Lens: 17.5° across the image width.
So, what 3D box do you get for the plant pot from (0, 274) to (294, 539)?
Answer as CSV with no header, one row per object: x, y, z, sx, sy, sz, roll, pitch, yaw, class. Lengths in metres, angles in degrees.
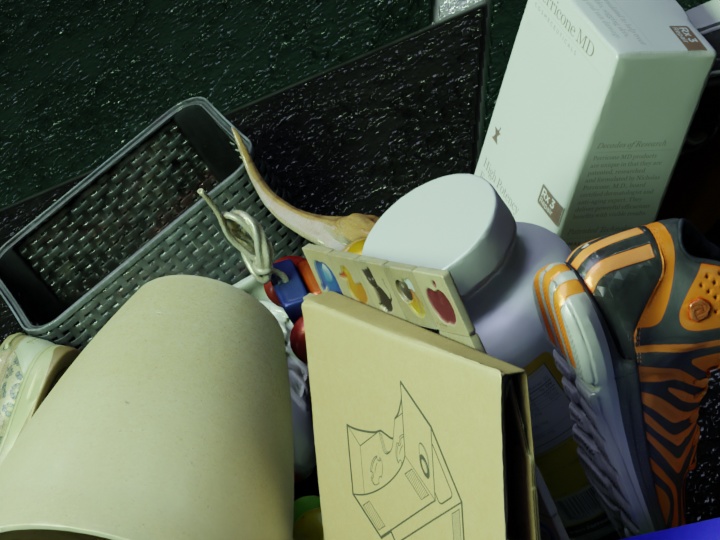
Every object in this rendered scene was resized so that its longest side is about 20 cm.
-0.112,0.109,1.309,0.187,0.187,0.201,-12,46,33,plant pot

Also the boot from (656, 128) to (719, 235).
0.228,-0.065,1.378,0.200,0.069,0.188,-42,34,-7,boot

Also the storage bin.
-0.146,-0.011,1.634,0.200,0.094,0.135,-39,33,-5,storage bin

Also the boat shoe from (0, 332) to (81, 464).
-0.242,0.138,1.528,0.062,0.073,0.201,17,72,30,boat shoe

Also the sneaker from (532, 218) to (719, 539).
0.164,0.063,1.177,0.112,0.201,0.078,-24,35,-9,sneaker

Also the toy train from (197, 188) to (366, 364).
0.000,0.000,1.391,0.115,0.200,0.085,-30,33,1,toy train

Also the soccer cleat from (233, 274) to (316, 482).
-0.059,0.060,1.486,0.086,0.070,0.200,-38,33,-2,soccer cleat

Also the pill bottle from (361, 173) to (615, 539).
0.084,0.046,1.250,0.112,0.200,0.112,-24,35,18,pill bottle

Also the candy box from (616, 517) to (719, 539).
0.157,0.204,1.101,0.199,0.077,0.170,-15,40,28,candy box

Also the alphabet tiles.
0.032,0.065,1.201,0.008,0.168,0.200,-31,17,-19,alphabet tiles

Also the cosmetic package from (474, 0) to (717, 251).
0.125,-0.068,1.346,0.074,0.201,0.102,-5,38,-26,cosmetic package

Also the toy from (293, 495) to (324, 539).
0.007,0.181,1.297,0.115,0.047,0.200,-43,28,-3,toy

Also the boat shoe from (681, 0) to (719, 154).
0.181,-0.104,1.378,0.200,0.070,0.064,-26,53,55,boat shoe

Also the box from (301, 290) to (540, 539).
0.029,0.106,1.155,0.021,0.164,0.200,-12,15,-25,box

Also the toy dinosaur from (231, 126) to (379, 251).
-0.006,-0.018,1.530,0.199,0.061,0.107,12,56,14,toy dinosaur
